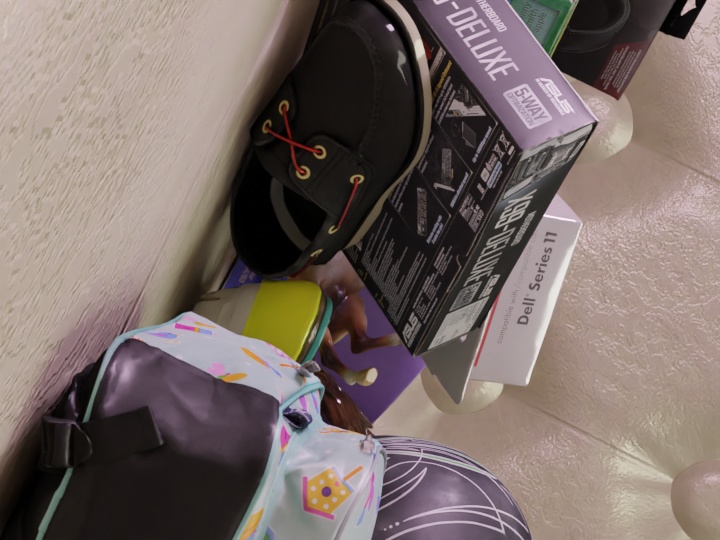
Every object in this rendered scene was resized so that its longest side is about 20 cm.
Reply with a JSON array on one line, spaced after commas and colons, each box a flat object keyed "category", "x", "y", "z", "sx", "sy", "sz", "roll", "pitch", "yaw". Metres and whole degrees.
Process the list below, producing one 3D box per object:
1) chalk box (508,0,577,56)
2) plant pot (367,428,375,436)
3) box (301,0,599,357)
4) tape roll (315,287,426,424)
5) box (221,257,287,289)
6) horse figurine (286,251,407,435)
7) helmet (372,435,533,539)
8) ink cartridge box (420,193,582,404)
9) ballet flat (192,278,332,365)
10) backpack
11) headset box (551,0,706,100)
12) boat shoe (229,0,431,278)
[{"category": "chalk box", "x": 0.062, "y": -0.155, "z": 1.030, "sx": 0.125, "sy": 0.124, "sz": 0.200, "roll": -64, "pitch": 178, "yaw": 34}, {"category": "plant pot", "x": -0.050, "y": 0.175, "z": 1.347, "sx": 0.187, "sy": 0.200, "sz": 0.187, "roll": -63, "pitch": 177, "yaw": -5}, {"category": "box", "x": 0.030, "y": -0.070, "z": 0.895, "sx": 0.050, "sy": 0.158, "sz": 0.200, "roll": -23, "pitch": 156, "yaw": -27}, {"category": "tape roll", "x": 0.016, "y": 0.025, "z": 1.266, "sx": 0.200, "sy": 0.085, "sz": 0.200, "roll": -50, "pitch": -175, "yaw": 5}, {"category": "box", "x": -0.053, "y": -0.013, "z": 1.172, "sx": 0.119, "sy": 0.041, "sz": 0.200, "roll": -63, "pitch": 176, "yaw": -9}, {"category": "horse figurine", "x": 0.000, "y": 0.000, "z": 1.041, "sx": 0.132, "sy": 0.050, "sz": 0.200, "roll": 20, "pitch": -92, "yaw": 52}, {"category": "helmet", "x": 0.018, "y": 0.209, "z": 1.195, "sx": 0.191, "sy": 0.200, "sz": 0.200, "roll": -63, "pitch": 178, "yaw": 8}, {"category": "ink cartridge box", "x": 0.073, "y": -0.007, "z": 1.063, "sx": 0.200, "sy": 0.067, "sz": 0.117, "roll": -120, "pitch": -138, "yaw": -60}, {"category": "ballet flat", "x": -0.068, "y": 0.040, "z": 0.968, "sx": 0.200, "sy": 0.067, "sz": 0.067, "roll": 139, "pitch": -27, "yaw": -75}, {"category": "backpack", "x": -0.073, "y": 0.112, "z": 0.758, "sx": 0.200, "sy": 0.153, "sz": 0.176, "roll": -100, "pitch": -149, "yaw": -82}, {"category": "headset box", "x": 0.142, "y": -0.221, "z": 1.158, "sx": 0.149, "sy": 0.200, "sz": 0.077, "roll": -64, "pitch": 178, "yaw": 39}, {"category": "boat shoe", "x": -0.018, "y": -0.061, "z": 0.862, "sx": 0.063, "sy": 0.074, "sz": 0.201, "roll": -28, "pitch": 161, "yaw": -30}]
